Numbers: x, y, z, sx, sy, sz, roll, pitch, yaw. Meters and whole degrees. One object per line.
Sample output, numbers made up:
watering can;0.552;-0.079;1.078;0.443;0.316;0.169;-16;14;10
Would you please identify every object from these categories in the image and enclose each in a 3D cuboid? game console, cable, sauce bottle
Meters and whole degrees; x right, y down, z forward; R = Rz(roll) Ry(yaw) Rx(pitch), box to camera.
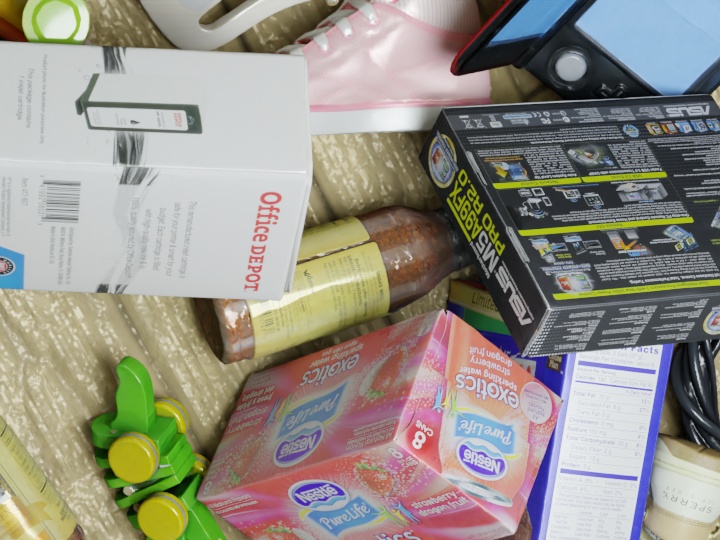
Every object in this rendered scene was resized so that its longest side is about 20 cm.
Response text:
game console;0.176;-0.159;1.606;0.172;0.119;0.200;36;115;-18
cable;0.286;0.081;1.775;0.163;0.051;0.200;-41;108;-10
sauce bottle;-0.239;0.100;1.586;0.066;0.066;0.200;-39;107;-10
sauce bottle;0.000;0.000;1.645;0.199;0.066;0.066;-16;103;-15

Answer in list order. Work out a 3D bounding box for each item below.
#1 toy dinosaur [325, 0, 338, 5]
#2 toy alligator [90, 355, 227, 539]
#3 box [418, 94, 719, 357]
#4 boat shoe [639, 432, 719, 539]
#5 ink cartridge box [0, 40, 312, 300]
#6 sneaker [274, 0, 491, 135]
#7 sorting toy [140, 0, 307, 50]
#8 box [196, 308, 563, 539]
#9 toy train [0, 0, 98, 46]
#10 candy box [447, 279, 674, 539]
toy dinosaur;0.029;-0.247;1.619;0.058;0.101;0.200;37;65;18
toy alligator;-0.117;0.146;1.643;0.054;0.059;0.201;-15;109;27
box;0.153;-0.030;1.601;0.199;0.161;0.044;-5;141;-29
boat shoe;0.187;0.139;1.673;0.074;0.200;0.067;20;85;5
ink cartridge box;-0.132;-0.054;1.528;0.199;0.146;0.085;2;61;-8
sneaker;-0.015;-0.132;1.626;0.199;0.075;0.105;-4;98;-22
sorting toy;-0.076;-0.225;1.591;0.199;0.107;0.181;-27;125;-14
box;0.009;0.105;1.588;0.102;0.200;0.095;39;56;-24
toy train;-0.177;-0.142;1.542;0.200;0.116;0.085;35;86;-20
candy box;0.106;0.117;1.653;0.077;0.169;0.201;8;95;-24
